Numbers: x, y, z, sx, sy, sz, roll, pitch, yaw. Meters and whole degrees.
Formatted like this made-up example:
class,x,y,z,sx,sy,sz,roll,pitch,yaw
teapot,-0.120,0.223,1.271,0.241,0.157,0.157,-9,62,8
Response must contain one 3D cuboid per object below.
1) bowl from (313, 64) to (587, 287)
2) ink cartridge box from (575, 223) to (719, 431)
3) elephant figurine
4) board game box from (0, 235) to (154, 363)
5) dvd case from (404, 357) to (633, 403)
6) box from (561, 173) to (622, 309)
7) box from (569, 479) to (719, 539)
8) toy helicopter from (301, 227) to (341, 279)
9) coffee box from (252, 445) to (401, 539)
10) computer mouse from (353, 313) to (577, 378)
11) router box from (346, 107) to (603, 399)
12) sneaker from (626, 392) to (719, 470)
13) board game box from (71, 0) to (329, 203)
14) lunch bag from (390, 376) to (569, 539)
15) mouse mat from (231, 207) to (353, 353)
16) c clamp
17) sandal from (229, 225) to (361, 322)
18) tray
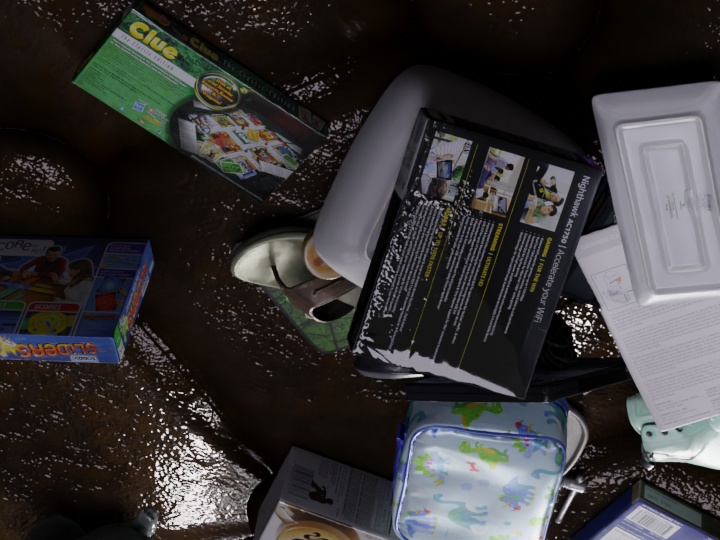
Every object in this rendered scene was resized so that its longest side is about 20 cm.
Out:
class,x,y,z,sx,sy,sz,roll,pitch,yaw
bowl,0.081,-0.049,1.469,0.200,0.075,0.200,27,100,-10
ink cartridge box,0.292,0.028,1.524,0.161,0.050,0.200,-20,106,27
elephant figurine,-0.330,0.336,1.929,0.200,0.155,0.142,8,157,-7
board game box,-0.302,0.024,1.635,0.200,0.135,0.034,2,133,11
dvd case,0.152,0.096,1.570,0.143,0.200,0.018,-1,93,35
box,0.275,-0.034,1.521,0.159,0.046,0.200,21,133,-7
box,0.279,0.301,1.846,0.121,0.032,0.200,28,130,-14
toy helicopter,0.048,-0.029,1.541,0.200,0.079,0.132,-2,108,-11
coffee box,-0.001,0.274,1.846,0.200,0.080,0.113,21,132,-8
computer mouse,0.091,0.058,1.586,0.200,0.139,0.053,-5,100,7
router box,0.089,-0.012,1.414,0.149,0.051,0.200,16,103,-10
sneaker,0.307,0.116,1.633,0.118,0.074,0.201,2,136,2
board game box,-0.136,-0.143,1.521,0.200,0.023,0.105,33,133,-20
lunch bag,0.110,0.188,1.704,0.160,0.083,0.200,6,135,-1
mouse mat,0.000,0.000,1.639,0.200,0.008,0.161,-22,125,27
c clamp,0.139,0.177,1.763,0.200,0.027,0.171,19,134,-7
sandal,-0.021,0.017,1.614,0.201,0.057,0.080,20,136,-9
tray,0.256,-0.055,1.444,0.107,0.022,0.200,-6,119,20
